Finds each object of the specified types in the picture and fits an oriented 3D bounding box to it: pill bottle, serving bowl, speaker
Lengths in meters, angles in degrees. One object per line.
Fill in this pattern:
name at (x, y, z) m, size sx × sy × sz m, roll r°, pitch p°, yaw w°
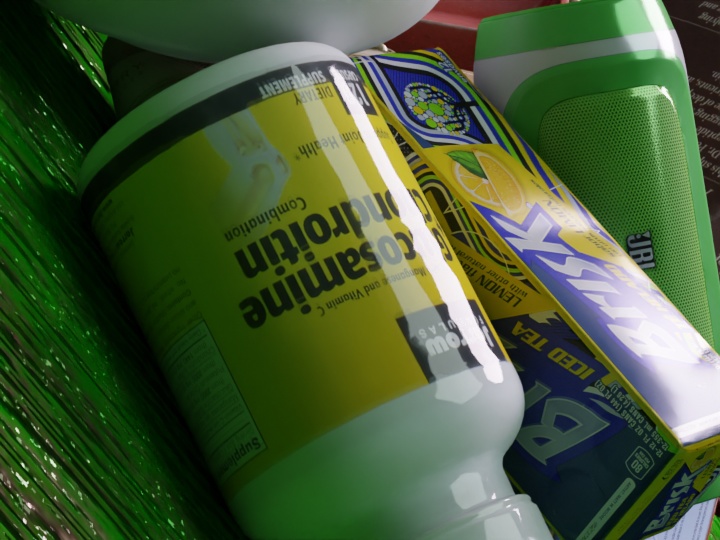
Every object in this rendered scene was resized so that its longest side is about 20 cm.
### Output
pill bottle at (-0.011, 0.029, 0.915) m, size 0.200 × 0.112 × 0.112 m, roll 62°, pitch 13°, yaw 12°
serving bowl at (-0.059, -0.124, 1.006) m, size 0.200 × 0.200 × 0.066 m, roll -86°, pitch -174°, yaw -68°
speaker at (0.098, -0.006, 1.034) m, size 0.088 × 0.088 × 0.200 m, roll -25°, pitch 106°, yaw -78°

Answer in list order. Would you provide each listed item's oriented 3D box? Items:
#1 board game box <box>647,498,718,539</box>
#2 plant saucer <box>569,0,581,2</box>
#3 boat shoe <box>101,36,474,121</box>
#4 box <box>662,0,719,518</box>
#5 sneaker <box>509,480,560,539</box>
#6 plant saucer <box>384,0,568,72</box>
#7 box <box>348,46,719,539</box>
board game box at (0.102, 0.123, 1.170) m, size 0.103 × 0.019 × 0.200 m, roll 28°, pitch 25°, yaw 3°
plant saucer at (0.042, -0.141, 1.450) m, size 0.200 × 0.029 × 0.200 m, roll 28°, pitch -27°, yaw 16°
boat shoe at (-0.010, -0.072, 1.066) m, size 0.200 × 0.071 × 0.065 m, roll 4°, pitch 48°, yaw -36°
box at (0.180, -0.017, 1.317) m, size 0.166 × 0.200 × 0.164 m, roll 31°, pitch -23°, yaw 52°
sneaker at (0.086, 0.064, 1.127) m, size 0.200 × 0.075 × 0.088 m, roll -14°, pitch 113°, yaw -59°
plant saucer at (-0.005, -0.122, 1.209) m, size 0.200 × 0.200 × 0.037 m, roll -66°, pitch 166°, yaw -75°
box at (0.055, 0.009, 0.971) m, size 0.064 × 0.070 × 0.200 m, roll -14°, pitch 56°, yaw -50°
